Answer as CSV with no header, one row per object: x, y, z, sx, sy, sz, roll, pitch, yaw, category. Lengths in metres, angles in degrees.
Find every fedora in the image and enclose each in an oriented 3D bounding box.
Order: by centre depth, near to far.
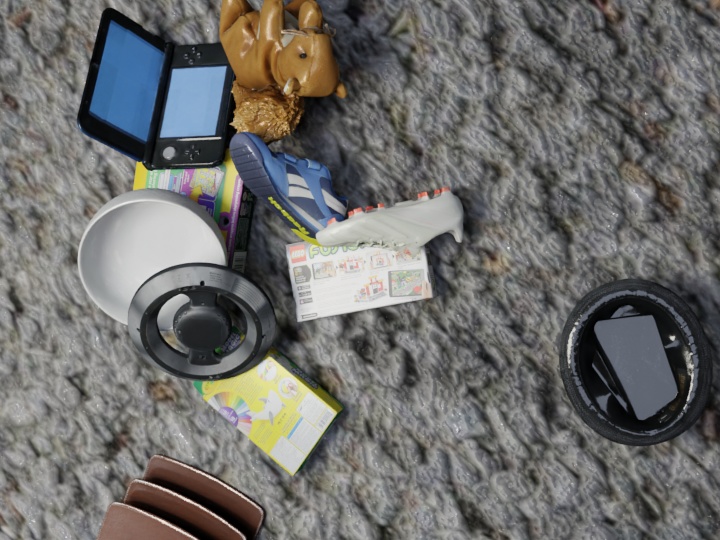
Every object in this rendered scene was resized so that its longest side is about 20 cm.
0.340,0.111,1.153,0.196,0.091,0.205,0,91,15,fedora

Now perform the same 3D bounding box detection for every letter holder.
-0.254,0.366,1.317,0.197,0.100,0.145,23,95,13,letter holder

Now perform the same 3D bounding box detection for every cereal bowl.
-0.273,-0.024,1.243,0.195,0.084,0.204,0,120,-1,cereal bowl

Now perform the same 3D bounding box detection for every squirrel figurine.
-0.097,-0.255,1.216,0.186,0.140,0.203,42,122,41,squirrel figurine

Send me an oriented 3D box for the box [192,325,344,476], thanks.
-0.134,0.179,1.307,0.199,0.048,0.118,38,101,9,box

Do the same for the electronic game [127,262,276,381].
-0.210,0.072,1.229,0.195,0.042,0.203,-2,128,-2,electronic game

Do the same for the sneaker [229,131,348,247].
-0.092,-0.119,1.217,0.073,0.200,0.083,9,59,53,sneaker

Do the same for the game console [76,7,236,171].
-0.269,-0.252,1.261,0.167,0.119,0.204,-1,67,14,game console

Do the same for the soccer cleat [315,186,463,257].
0.041,-0.051,1.197,0.196,0.069,0.079,-14,92,-7,soccer cleat

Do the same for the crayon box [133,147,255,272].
-0.243,-0.081,1.324,0.169,0.058,0.204,11,95,16,crayon box

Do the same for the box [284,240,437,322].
0.000,0.000,1.272,0.196,0.035,0.113,-10,89,15,box
